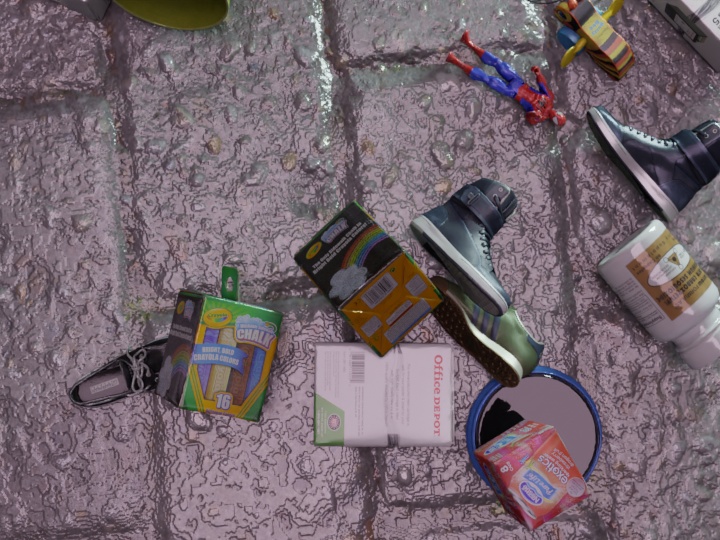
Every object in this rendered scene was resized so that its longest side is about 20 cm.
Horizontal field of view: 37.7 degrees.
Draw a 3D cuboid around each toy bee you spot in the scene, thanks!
[{"bbox_3d":[0.319,-0.358,1.539,0.198,0.109,0.132,22,88,2],"label":"toy bee"}]

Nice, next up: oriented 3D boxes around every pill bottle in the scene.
[{"bbox_3d":[0.443,0.037,1.505,0.114,0.114,0.200,-40,87,-3],"label":"pill bottle"}]

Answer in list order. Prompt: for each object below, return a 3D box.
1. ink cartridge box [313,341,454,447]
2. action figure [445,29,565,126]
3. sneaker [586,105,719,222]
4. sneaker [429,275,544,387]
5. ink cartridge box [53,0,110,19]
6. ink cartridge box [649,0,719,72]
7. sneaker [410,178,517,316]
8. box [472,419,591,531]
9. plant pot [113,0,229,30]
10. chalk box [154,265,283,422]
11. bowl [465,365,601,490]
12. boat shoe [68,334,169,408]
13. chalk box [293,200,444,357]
[{"bbox_3d":[0.033,0.176,1.511,0.198,0.084,0.148,1,86,0],"label":"ink cartridge box"},{"bbox_3d":[0.222,-0.277,1.541,0.199,0.099,0.066,36,88,0],"label":"action figure"},{"bbox_3d":[0.436,-0.193,1.534,0.146,0.077,0.203,-42,96,8],"label":"sneaker"},{"bbox_3d":[0.184,0.074,1.534,0.090,0.067,0.200,-32,70,-31],"label":"sneaker"},{"bbox_3d":[-0.415,-0.498,1.563,0.144,0.084,0.201,25,86,3],"label":"ink cartridge box"},{"bbox_3d":[0.522,-0.419,1.554,0.145,0.084,0.200,-43,87,-3],"label":"ink cartridge box"},{"bbox_3d":[0.183,-0.042,1.495,0.146,0.077,0.203,-34,58,-8],"label":"sneaker"},{"bbox_3d":[0.223,0.268,1.407,0.095,0.200,0.100,-29,86,-4],"label":"box"},{"bbox_3d":[-0.263,-0.486,1.530,0.185,0.187,0.202,9,72,1],"label":"plant pot"},{"bbox_3d":[-0.194,0.096,1.481,0.123,0.124,0.202,16,86,-27],"label":"chalk box"},{"bbox_3d":[0.254,0.239,1.529,0.198,0.039,0.203,0,86,0],"label":"bowl"},{"bbox_3d":[-0.326,0.144,1.523,0.197,0.068,0.074,-17,86,-1],"label":"boat shoe"},{"bbox_3d":[0.000,0.000,1.487,0.125,0.200,0.124,-41,130,0],"label":"chalk box"}]
